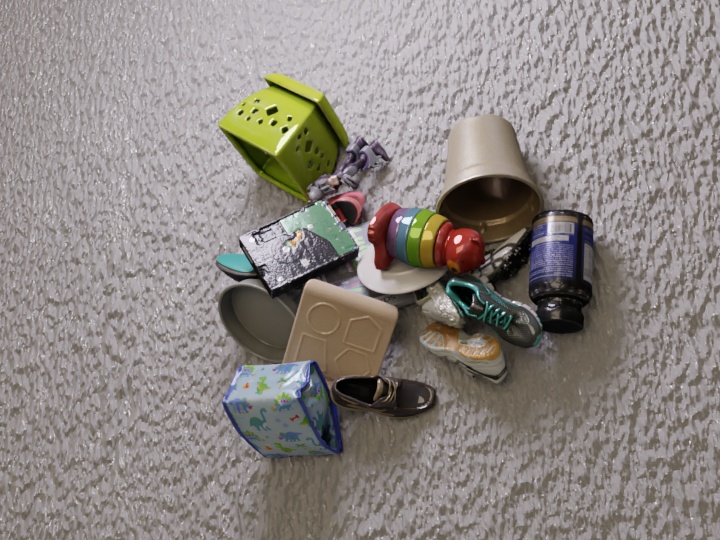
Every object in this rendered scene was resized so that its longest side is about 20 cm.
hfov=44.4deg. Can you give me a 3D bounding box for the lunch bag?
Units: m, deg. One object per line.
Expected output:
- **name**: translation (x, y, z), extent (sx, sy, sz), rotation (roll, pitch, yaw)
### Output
- **lunch bag**: translation (-0.138, 0.274, 1.659), extent (0.168, 0.202, 0.128), rotation (-7, 33, 23)

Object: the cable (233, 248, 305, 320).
- **cable**: translation (-0.172, 0.009, 1.833), extent (0.198, 0.069, 0.203), rotation (15, 86, 27)

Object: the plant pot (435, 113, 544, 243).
- **plant pot**: translation (0.235, -0.185, 1.664), extent (0.198, 0.201, 0.185), rotation (-15, 53, 20)

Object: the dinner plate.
- **dinner plate**: translation (0.086, -0.030, 1.691), extent (0.197, 0.024, 0.201), rotation (-12, 37, 9)

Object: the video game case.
- **video game case**: translation (0.000, 0.000, 1.748), extent (0.180, 0.023, 0.202), rotation (-17, 60, -11)

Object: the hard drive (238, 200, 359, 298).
- **hard drive**: translation (-0.119, -0.045, 1.721), extent (0.198, 0.038, 0.140), rotation (-27, 66, -20)

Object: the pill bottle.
- **pill bottle**: translation (0.354, 0.003, 1.561), extent (0.110, 0.112, 0.203), rotation (-2, 69, 25)

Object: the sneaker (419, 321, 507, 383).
- **sneaker**: translation (0.185, 0.155, 1.609), extent (0.076, 0.088, 0.199), rotation (-41, 32, -19)

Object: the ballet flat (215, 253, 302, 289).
- **ballet flat**: translation (-0.200, 0.010, 1.773), extent (0.197, 0.073, 0.074), rotation (4, 71, 20)

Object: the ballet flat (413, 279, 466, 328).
- **ballet flat**: translation (0.138, 0.054, 1.644), extent (0.071, 0.072, 0.201), rotation (-37, 33, 8)

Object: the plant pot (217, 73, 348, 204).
- **plant pot**: translation (-0.151, -0.292, 1.890), extent (0.199, 0.199, 0.182), rotation (29, 77, 33)

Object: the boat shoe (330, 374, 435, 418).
- **boat shoe**: translation (0.040, 0.231, 1.623), extent (0.197, 0.073, 0.076), rotation (0, 74, 3)

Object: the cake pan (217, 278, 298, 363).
- **cake pan**: translation (-0.193, 0.098, 1.765), extent (0.198, 0.202, 0.037), rotation (7, 38, 29)

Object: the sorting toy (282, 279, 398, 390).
- **sorting toy**: translation (-0.040, 0.133, 1.672), extent (0.183, 0.037, 0.202), rotation (18, 106, 0)

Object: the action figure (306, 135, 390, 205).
- **action figure**: translation (-0.036, -0.196, 1.822), extent (0.200, 0.070, 0.130), rotation (-43, 26, -23)

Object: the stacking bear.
- **stacking bear**: translation (0.129, -0.050, 1.595), extent (0.198, 0.122, 0.114), rotation (16, 55, 26)

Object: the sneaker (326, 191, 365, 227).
- **sneaker**: translation (-0.068, -0.111, 1.856), extent (0.198, 0.074, 0.087), rotation (-19, 19, 34)

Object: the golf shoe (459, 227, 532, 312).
- **golf shoe**: translation (0.241, -0.014, 1.646), extent (0.200, 0.078, 0.094), rotation (-49, 57, 0)

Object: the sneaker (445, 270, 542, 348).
- **sneaker**: translation (0.224, 0.072, 1.534), extent (0.199, 0.091, 0.078), rotation (36, 113, 34)
